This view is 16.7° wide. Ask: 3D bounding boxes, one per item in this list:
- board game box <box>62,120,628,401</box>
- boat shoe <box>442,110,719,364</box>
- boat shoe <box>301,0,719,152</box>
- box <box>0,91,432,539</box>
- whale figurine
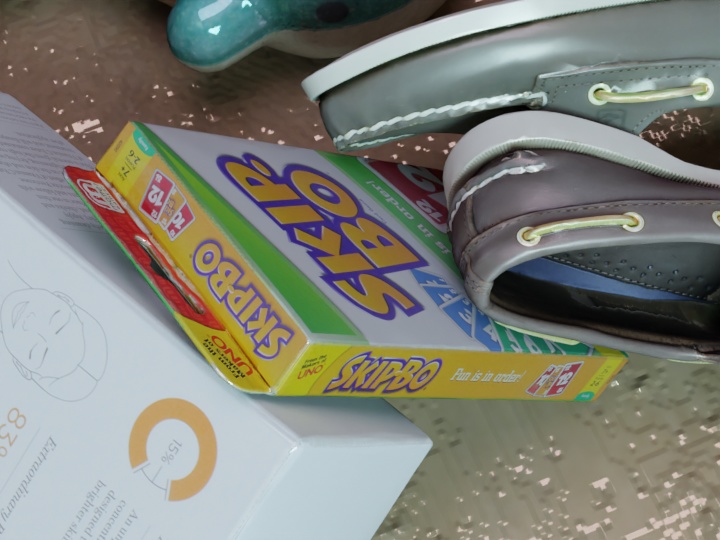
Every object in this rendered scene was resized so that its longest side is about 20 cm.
[{"bbox_3d":[0.000,0.000,0.762,0.096,0.199,0.030,49,116,27],"label":"board game box"},{"bbox_3d":[0.123,0.002,0.781,0.198,0.072,0.060,12,45,-15],"label":"boat shoe"},{"bbox_3d":[0.082,-0.064,0.798,0.200,0.072,0.061,-13,92,-9],"label":"boat shoe"},{"bbox_3d":[-0.100,0.043,0.758,0.200,0.097,0.125,39,103,23],"label":"box"},{"bbox_3d":[-0.053,-0.150,0.889,0.198,0.104,0.160,3,61,7],"label":"whale figurine"}]
